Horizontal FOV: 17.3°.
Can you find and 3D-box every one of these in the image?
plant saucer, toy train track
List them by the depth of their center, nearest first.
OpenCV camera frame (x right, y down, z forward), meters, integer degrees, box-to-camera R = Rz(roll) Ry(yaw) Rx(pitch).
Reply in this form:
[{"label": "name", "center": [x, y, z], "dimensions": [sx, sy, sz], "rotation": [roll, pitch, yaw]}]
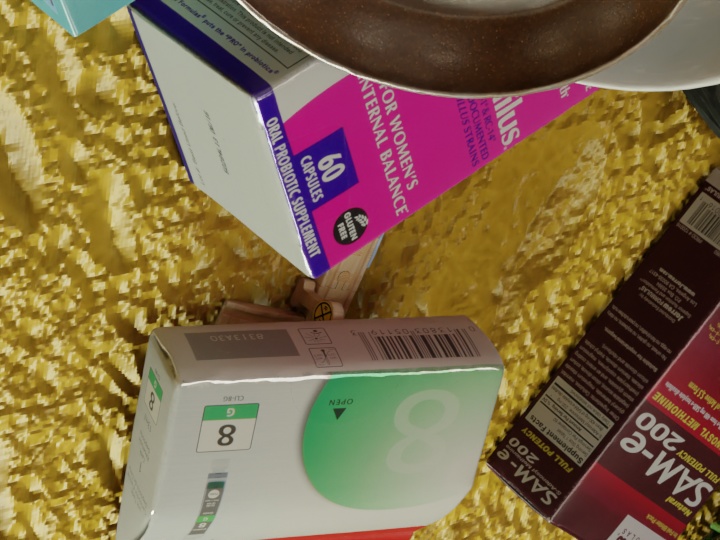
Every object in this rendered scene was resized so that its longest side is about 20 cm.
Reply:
[{"label": "plant saucer", "center": [0.029, -0.146, 0.838], "dimensions": [0.201, 0.199, 0.035], "rotation": [69, 27, -43]}, {"label": "toy train track", "center": [0.000, 0.000, 1.101], "dimensions": [0.114, 0.033, 0.201], "rotation": [9, 111, -43]}]

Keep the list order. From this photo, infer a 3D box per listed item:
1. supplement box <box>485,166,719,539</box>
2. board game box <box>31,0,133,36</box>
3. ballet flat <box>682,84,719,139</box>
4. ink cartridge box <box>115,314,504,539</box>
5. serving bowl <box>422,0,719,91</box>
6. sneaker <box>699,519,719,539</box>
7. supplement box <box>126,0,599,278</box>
[{"label": "supplement box", "center": [0.170, 0.057, 1.261], "dimensions": [0.200, 0.061, 0.109], "rotation": [-52, 137, 3]}, {"label": "board game box", "center": [-0.060, -0.205, 0.900], "dimensions": [0.199, 0.047, 0.152], "rotation": [-35, 135, -16]}, {"label": "ballet flat", "center": [0.176, -0.122, 1.138], "dimensions": [0.057, 0.066, 0.201], "rotation": [-37, 135, -10]}, {"label": "ink cartridge box", "center": [-0.032, 0.115, 1.111], "dimensions": [0.160, 0.050, 0.201], "rotation": [-2, 123, -23]}, {"label": "serving bowl", "center": [0.101, -0.162, 0.873], "dimensions": [0.201, 0.198, 0.066], "rotation": [72, 26, -42]}, {"label": "sneaker", "center": [0.237, 0.136, 1.376], "dimensions": [0.199, 0.077, 0.089], "rotation": [-34, 122, -24]}, {"label": "supplement box", "center": [0.020, -0.105, 0.997], "dimensions": [0.199, 0.103, 0.102], "rotation": [-35, 134, -18]}]
